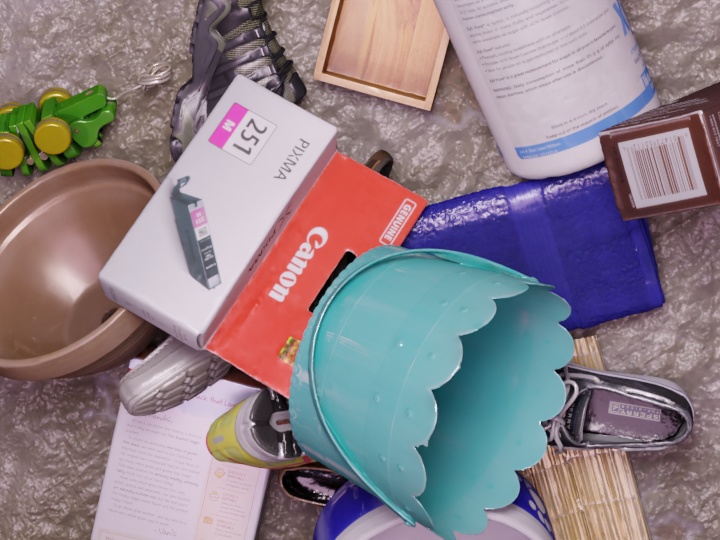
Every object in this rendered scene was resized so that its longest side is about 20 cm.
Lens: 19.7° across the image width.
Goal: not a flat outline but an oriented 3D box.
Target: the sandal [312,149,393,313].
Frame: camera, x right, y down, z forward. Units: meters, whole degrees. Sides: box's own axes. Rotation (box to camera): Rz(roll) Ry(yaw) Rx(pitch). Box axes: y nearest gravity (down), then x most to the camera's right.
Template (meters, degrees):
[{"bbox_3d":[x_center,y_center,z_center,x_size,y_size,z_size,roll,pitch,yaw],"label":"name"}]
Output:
[{"bbox_3d":[0.000,0.000,1.664,0.054,0.082,0.201,18,103,9],"label":"sandal"}]

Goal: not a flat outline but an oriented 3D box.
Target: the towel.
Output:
[{"bbox_3d":[0.131,-0.011,1.649,0.199,0.050,0.148,-16,121,7],"label":"towel"}]

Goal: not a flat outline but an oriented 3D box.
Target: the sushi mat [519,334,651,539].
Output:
[{"bbox_3d":[0.173,0.157,1.706,0.095,0.012,0.201,-15,97,10],"label":"sushi mat"}]

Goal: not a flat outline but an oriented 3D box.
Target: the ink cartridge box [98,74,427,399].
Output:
[{"bbox_3d":[-0.071,-0.025,1.568,0.173,0.044,0.200,29,71,12],"label":"ink cartridge box"}]

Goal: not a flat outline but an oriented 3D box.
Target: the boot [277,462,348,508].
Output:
[{"bbox_3d":[0.029,0.185,1.697,0.199,0.075,0.074,9,98,4],"label":"boot"}]

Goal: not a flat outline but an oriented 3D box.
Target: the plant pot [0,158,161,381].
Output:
[{"bbox_3d":[-0.221,0.016,1.667,0.200,0.201,0.093,-25,137,10],"label":"plant pot"}]

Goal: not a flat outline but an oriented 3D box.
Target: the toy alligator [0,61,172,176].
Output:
[{"bbox_3d":[-0.237,-0.115,1.687,0.199,0.059,0.054,-17,125,9],"label":"toy alligator"}]

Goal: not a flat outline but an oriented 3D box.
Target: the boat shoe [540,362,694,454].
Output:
[{"bbox_3d":[0.166,0.113,1.658,0.199,0.068,0.074,11,100,6],"label":"boat shoe"}]

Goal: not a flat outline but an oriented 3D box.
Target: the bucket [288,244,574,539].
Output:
[{"bbox_3d":[0.051,0.083,1.544,0.135,0.207,0.208,20,102,30],"label":"bucket"}]

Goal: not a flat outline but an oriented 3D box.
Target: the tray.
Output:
[{"bbox_3d":[0.035,-0.237,1.647,0.098,0.037,0.201,15,101,3],"label":"tray"}]

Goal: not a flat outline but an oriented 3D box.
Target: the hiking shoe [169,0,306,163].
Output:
[{"bbox_3d":[-0.087,-0.173,1.660,0.100,0.076,0.201,14,109,-5],"label":"hiking shoe"}]

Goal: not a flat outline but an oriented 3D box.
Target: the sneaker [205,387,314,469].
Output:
[{"bbox_3d":[-0.043,0.119,1.654,0.090,0.200,0.078,-22,74,40],"label":"sneaker"}]

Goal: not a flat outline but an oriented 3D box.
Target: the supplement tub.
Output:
[{"bbox_3d":[0.136,-0.183,1.579,0.132,0.132,0.200,-22,108,9],"label":"supplement tub"}]

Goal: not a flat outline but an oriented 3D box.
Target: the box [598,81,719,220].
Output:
[{"bbox_3d":[0.281,-0.103,1.549,0.100,0.200,0.075,-10,98,46],"label":"box"}]

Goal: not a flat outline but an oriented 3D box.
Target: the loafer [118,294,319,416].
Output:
[{"bbox_3d":[-0.119,0.043,1.663,0.200,0.070,0.070,-36,73,-26],"label":"loafer"}]

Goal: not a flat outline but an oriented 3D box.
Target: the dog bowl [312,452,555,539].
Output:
[{"bbox_3d":[0.061,0.241,1.659,0.199,0.079,0.201,-3,124,-4],"label":"dog bowl"}]

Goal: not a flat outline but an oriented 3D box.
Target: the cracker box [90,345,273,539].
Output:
[{"bbox_3d":[-0.143,0.174,1.723,0.134,0.058,0.201,14,101,2],"label":"cracker box"}]
